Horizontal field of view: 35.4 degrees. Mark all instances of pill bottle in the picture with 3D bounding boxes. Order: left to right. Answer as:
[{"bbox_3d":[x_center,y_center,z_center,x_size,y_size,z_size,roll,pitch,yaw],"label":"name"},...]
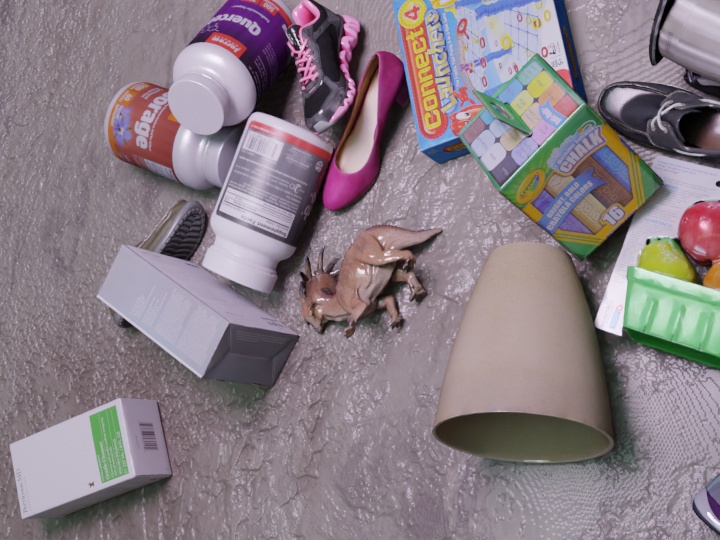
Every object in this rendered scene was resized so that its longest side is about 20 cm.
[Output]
[{"bbox_3d":[-0.233,-0.173,1.484,0.198,0.112,0.114,21,91,30],"label":"pill bottle"},{"bbox_3d":[-0.160,-0.259,1.409,0.111,0.113,0.201,-1,40,28],"label":"pill bottle"},{"bbox_3d":[-0.119,-0.083,1.402,0.115,0.115,0.203,22,92,30],"label":"pill bottle"}]

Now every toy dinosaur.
[{"bbox_3d":[0.000,0.000,1.342,0.201,0.086,0.135,-50,55,5],"label":"toy dinosaur"}]

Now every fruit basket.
[{"bbox_3d":[0.357,-0.006,1.154,0.183,0.094,0.202,17,73,30],"label":"fruit basket"}]

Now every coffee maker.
[{"bbox_3d":[0.419,-0.250,1.119,0.199,0.135,0.193,34,88,25],"label":"coffee maker"}]

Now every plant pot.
[{"bbox_3d":[0.175,0.080,1.185,0.185,0.187,0.203,-6,65,28],"label":"plant pot"}]

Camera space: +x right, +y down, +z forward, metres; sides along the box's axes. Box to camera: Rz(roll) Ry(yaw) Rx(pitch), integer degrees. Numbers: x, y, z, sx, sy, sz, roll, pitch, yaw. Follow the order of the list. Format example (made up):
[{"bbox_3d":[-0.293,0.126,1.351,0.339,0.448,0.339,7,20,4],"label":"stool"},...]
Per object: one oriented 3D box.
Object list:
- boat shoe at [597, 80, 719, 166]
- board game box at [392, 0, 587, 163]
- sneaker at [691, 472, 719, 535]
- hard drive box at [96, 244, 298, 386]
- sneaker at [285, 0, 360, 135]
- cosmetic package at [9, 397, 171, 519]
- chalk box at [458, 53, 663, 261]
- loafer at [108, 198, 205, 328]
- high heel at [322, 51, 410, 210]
[{"bbox_3d":[0.338,-0.161,1.192,0.199,0.067,0.073,27,95,32],"label":"boat shoe"},{"bbox_3d":[0.149,-0.254,1.320,0.194,0.056,0.203,-18,72,25],"label":"board game box"},{"bbox_3d":[0.414,0.258,1.067,0.200,0.074,0.088,42,96,29],"label":"sneaker"},{"bbox_3d":[-0.201,0.057,1.397,0.199,0.155,0.078,33,98,30],"label":"hard drive box"},{"bbox_3d":[-0.057,-0.254,1.376,0.079,0.095,0.202,-32,41,36],"label":"sneaker"},{"bbox_3d":[-0.357,0.250,1.488,0.198,0.085,0.109,-24,72,22],"label":"cosmetic package"},{"bbox_3d":[0.194,-0.129,1.171,0.124,0.199,0.125,-44,38,14],"label":"chalk box"},{"bbox_3d":[-0.283,-0.019,1.503,0.070,0.075,0.201,41,101,24],"label":"loafer"},{"bbox_3d":[-0.004,-0.168,1.365,0.067,0.096,0.201,40,100,28],"label":"high heel"}]
